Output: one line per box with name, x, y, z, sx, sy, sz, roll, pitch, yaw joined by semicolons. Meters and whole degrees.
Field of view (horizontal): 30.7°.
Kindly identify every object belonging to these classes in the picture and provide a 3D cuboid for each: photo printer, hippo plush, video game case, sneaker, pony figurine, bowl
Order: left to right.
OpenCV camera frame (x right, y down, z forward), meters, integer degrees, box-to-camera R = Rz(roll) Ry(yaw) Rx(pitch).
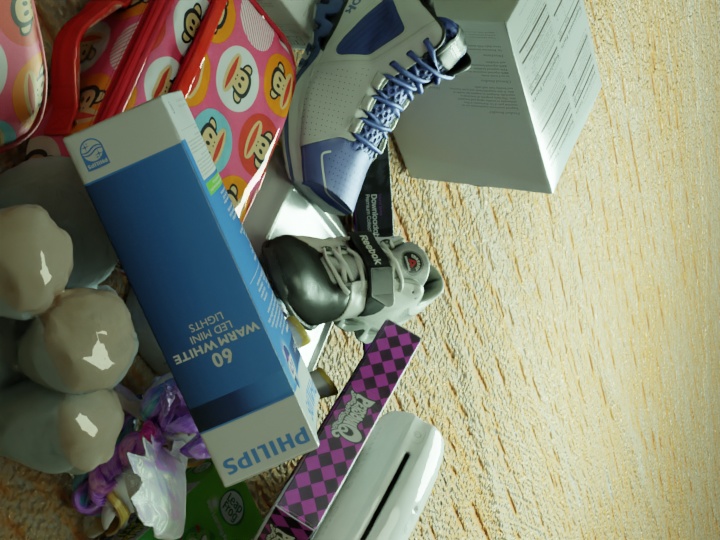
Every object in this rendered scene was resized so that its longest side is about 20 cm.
hippo plush;-0.176;0.028;0.721;0.200;0.159;0.161;-67;173;29
pony figurine;-0.122;0.095;0.858;0.200;0.167;0.193;-36;155;-7
bowl;-0.076;0.009;1.007;0.200;0.074;0.200;53;54;-54
video game case;-0.035;0.156;0.946;0.200;0.036;0.182;-57;177;-47
photo printer;-0.004;0.213;1.096;0.167;0.069;0.200;-59;180;-31
sneaker;0.000;0.000;0.956;0.200;0.088;0.074;15;50;-65
sneaker;0.017;-0.144;0.968;0.081;0.115;0.200;36;61;-58

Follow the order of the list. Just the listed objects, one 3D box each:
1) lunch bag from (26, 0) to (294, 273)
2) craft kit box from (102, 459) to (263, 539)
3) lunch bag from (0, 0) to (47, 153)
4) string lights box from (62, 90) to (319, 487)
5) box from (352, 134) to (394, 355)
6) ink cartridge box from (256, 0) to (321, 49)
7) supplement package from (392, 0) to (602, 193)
lunch bag;-0.133;-0.107;0.860;0.176;0.082;0.201;47;56;-50
craft kit box;-0.124;0.270;0.964;0.197;0.048;0.201;-42;113;-52
lunch bag;-0.249;-0.137;0.653;0.176;0.082;0.201;-36;129;-50
string lights box;-0.086;0.005;0.720;0.103;0.059;0.201;-101;168;-81
box;0.010;-0.040;1.114;0.143;0.036;0.201;-94;-178;-69
ink cartridge box;-0.074;-0.262;0.957;0.200;0.050;0.109;47;58;-53
supplement package;0.111;-0.198;1.192;0.151;0.151;0.200;-61;145;-32
